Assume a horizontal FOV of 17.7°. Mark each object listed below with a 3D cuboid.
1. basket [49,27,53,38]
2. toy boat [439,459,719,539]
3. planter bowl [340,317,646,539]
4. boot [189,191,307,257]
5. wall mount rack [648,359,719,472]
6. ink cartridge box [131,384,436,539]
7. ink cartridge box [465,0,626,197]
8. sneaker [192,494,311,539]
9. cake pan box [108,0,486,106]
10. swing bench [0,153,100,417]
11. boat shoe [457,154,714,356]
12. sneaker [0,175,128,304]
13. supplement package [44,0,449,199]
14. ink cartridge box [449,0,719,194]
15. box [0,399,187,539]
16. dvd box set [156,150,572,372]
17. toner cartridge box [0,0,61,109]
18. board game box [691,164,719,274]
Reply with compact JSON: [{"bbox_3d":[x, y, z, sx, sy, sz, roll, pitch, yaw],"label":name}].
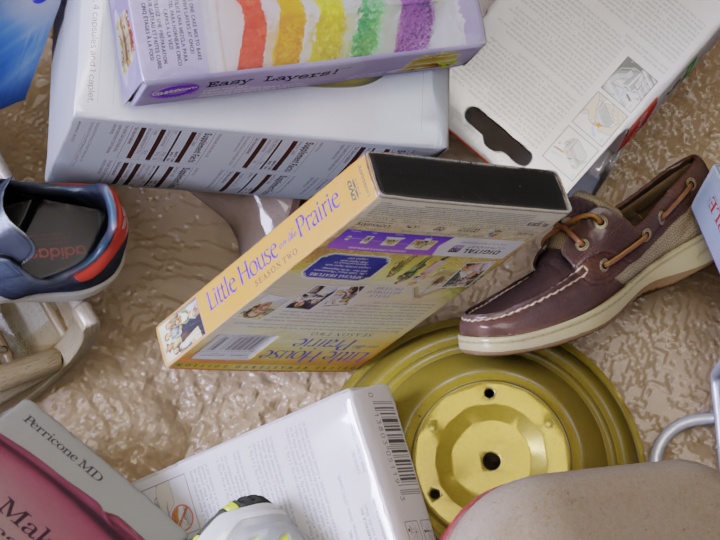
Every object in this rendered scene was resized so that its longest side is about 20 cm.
[{"bbox_3d":[-0.161,-0.245,1.427,0.142,0.149,0.201,25,74,38],"label":"basket"},{"bbox_3d":[0.123,0.185,1.261,0.199,0.131,0.131,-2,59,-28],"label":"toy boat"},{"bbox_3d":[0.073,0.116,1.332,0.199,0.083,0.202,0,77,-2],"label":"planter bowl"},{"bbox_3d":[-0.098,-0.075,1.371,0.145,0.070,0.201,11,90,0],"label":"boot"},{"bbox_3d":[0.272,0.134,1.338,0.199,0.075,0.175,-4,77,-2],"label":"wall mount rack"},{"bbox_3d":[-0.048,0.173,1.310,0.199,0.050,0.162,-25,75,31],"label":"ink cartridge box"},{"bbox_3d":[0.091,-0.152,1.399,0.199,0.085,0.145,29,78,7],"label":"ink cartridge box"},{"bbox_3d":[-0.092,0.218,1.240,0.076,0.075,0.200,35,86,24],"label":"sneaker"},{"bbox_3d":[-0.042,-0.192,1.169,0.183,0.052,0.201,-6,81,-17],"label":"cake pan box"},{"bbox_3d":[-0.284,0.004,1.324,0.199,0.130,0.200,-25,77,-25],"label":"swing bench"},{"bbox_3d":[0.133,-0.012,1.345,0.199,0.072,0.072,-25,104,-25],"label":"boat shoe"},{"bbox_3d":[-0.218,-0.011,1.231,0.199,0.085,0.075,-15,74,-21],"label":"sneaker"},{"bbox_3d":[-0.062,-0.148,1.258,0.199,0.147,0.193,4,79,-13],"label":"supplement package"},{"bbox_3d":[0.131,-0.131,1.327,0.109,0.050,0.200,41,79,7],"label":"ink cartridge box"},{"bbox_3d":[-0.206,0.181,1.240,0.128,0.109,0.200,39,34,6],"label":"box"},{"bbox_3d":[0.000,0.000,1.276,0.146,0.200,0.030,3,60,-41],"label":"dvd box set"},{"bbox_3d":[-0.211,-0.134,1.220,0.095,0.200,0.043,-25,78,-24],"label":"toner cartridge box"},{"bbox_3d":[0.313,0.025,1.318,0.198,0.041,0.201,-1,52,-21],"label":"board game box"}]
